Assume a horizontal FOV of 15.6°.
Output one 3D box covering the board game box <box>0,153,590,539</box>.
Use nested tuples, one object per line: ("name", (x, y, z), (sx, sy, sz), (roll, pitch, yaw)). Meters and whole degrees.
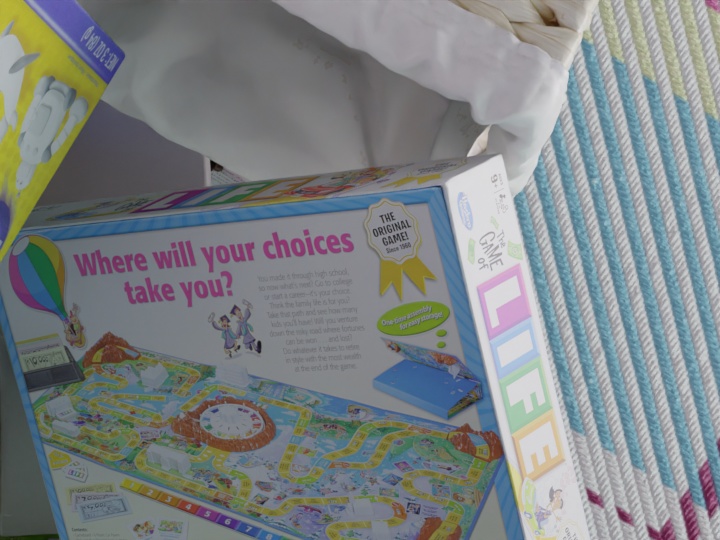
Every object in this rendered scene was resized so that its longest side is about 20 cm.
("board game box", (-0.028, 0.039, 0.851), (0.199, 0.135, 0.034), (-4, -165, 38))

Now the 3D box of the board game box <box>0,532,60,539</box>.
("board game box", (-0.097, 0.106, 1.020), (0.200, 0.101, 0.048), (-73, 173, -56))

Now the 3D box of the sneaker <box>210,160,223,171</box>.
("sneaker", (-0.103, -0.053, 1.200), (0.200, 0.106, 0.075), (-59, 180, -13))

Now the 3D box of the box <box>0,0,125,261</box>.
("box", (-0.149, -0.004, 0.728), (0.200, 0.048, 0.117), (-58, 161, -5))

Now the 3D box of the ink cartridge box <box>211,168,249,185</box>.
("ink cartridge box", (-0.042, -0.118, 1.371), (0.145, 0.147, 0.200), (-59, 180, -14))

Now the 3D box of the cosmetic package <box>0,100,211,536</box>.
("cosmetic package", (-0.099, 0.003, 1.031), (0.200, 0.090, 0.107), (-103, -166, -58))

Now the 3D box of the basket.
("basket", (-0.006, -0.125, 0.880), (0.161, 0.199, 0.198), (-61, 179, -15))
